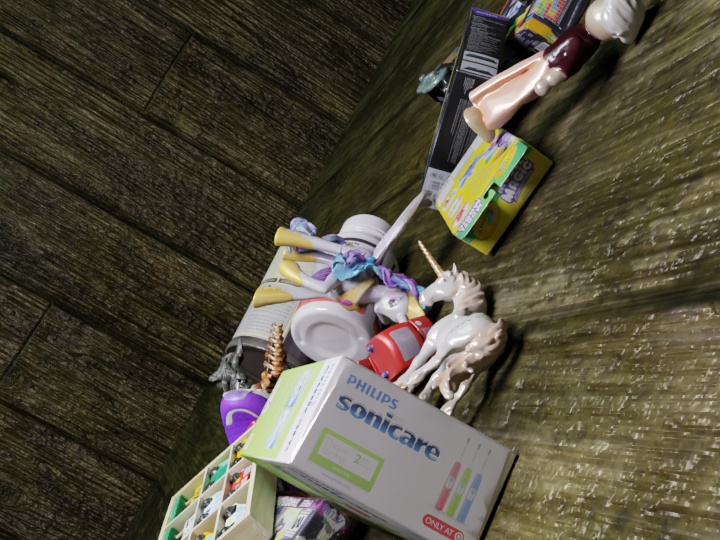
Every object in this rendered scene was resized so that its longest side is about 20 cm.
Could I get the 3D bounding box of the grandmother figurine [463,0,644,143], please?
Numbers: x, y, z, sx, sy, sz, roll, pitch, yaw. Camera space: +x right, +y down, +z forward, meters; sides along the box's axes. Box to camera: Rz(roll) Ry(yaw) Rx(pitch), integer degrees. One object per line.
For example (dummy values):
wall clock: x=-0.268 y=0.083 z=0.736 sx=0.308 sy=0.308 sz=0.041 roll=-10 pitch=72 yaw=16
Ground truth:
grandmother figurine: x=0.190 y=-0.203 z=0.892 sx=0.200 sy=0.061 sz=0.122 roll=-37 pitch=22 yaw=33

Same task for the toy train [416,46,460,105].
toy train: x=0.152 y=-0.292 z=1.385 sx=0.114 sy=0.085 sz=0.200 roll=-47 pitch=10 yaw=5

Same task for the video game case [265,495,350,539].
video game case: x=-0.112 y=0.262 z=0.735 sx=0.181 sy=0.036 sz=0.200 roll=-51 pitch=14 yaw=-26

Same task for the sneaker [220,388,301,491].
sneaker: x=-0.102 y=0.220 z=0.995 sx=0.069 sy=0.201 sz=0.100 roll=-9 pitch=36 yaw=16

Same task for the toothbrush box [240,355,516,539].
toothbrush box: x=0.003 y=0.141 z=0.701 sx=0.086 sy=0.145 sz=0.200 roll=-63 pitch=11 yaw=-18

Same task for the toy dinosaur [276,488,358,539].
toy dinosaur: x=-0.043 y=0.245 z=0.828 sx=0.200 sy=0.086 sz=0.135 roll=-58 pitch=10 yaw=-25

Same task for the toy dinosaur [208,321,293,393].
toy dinosaur: x=-0.109 y=0.152 z=1.098 sx=0.200 sy=0.102 sz=0.136 roll=-57 pitch=32 yaw=18

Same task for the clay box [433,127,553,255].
clay box: x=0.137 y=-0.089 z=0.964 sx=0.115 sy=0.047 sz=0.200 roll=-56 pitch=11 yaw=12

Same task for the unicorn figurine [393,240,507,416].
unicorn figurine: x=0.078 y=0.062 z=0.803 sx=0.138 sy=0.074 sz=0.200 roll=-52 pitch=23 yaw=-7

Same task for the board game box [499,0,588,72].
board game box: x=0.233 y=-0.340 z=1.173 sx=0.166 sy=0.057 sz=0.200 roll=-63 pitch=10 yaw=-7

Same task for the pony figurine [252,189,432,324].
pony figurine: x=0.000 y=0.000 z=1.044 sx=0.193 sy=0.199 sz=0.167 roll=-64 pitch=-16 yaw=-55

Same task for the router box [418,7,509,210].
router box: x=0.126 y=-0.196 z=1.130 sx=0.158 sy=0.052 sz=0.201 roll=-74 pitch=-1 yaw=-46

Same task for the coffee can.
coffee can: x=-0.096 y=0.067 z=1.383 sx=0.201 sy=0.146 sz=0.146 roll=-65 pitch=11 yaw=-27

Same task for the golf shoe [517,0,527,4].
golf shoe: x=0.200 y=-0.416 z=1.152 sx=0.077 sy=0.088 sz=0.200 roll=-53 pitch=11 yaw=37

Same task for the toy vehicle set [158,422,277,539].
toy vehicle set: x=-0.126 y=0.213 z=0.795 sx=0.124 sy=0.027 sz=0.200 roll=-42 pitch=11 yaw=6

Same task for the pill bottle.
pill bottle: x=-0.012 y=0.020 z=1.205 sx=0.111 sy=0.111 sz=0.200 roll=-50 pitch=14 yaw=45

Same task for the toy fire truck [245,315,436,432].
toy fire truck: x=-0.019 y=0.124 z=0.906 sx=0.141 sy=0.049 sz=0.200 roll=-15 pitch=-24 yaw=-40
